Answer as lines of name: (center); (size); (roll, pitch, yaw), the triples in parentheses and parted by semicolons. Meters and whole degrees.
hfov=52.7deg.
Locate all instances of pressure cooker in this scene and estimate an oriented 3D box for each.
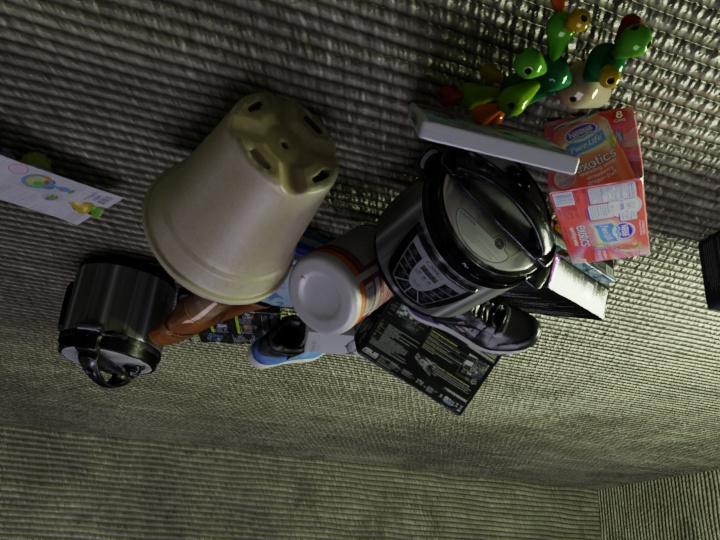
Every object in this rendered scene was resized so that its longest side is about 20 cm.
pressure cooker: (-0.412, 0.094, 1.226); (0.175, 0.203, 0.177); (24, 152, -37)
pressure cooker: (0.127, -0.051, 0.872); (0.174, 0.181, 0.200); (4, 159, -28)

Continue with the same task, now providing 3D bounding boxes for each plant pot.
plant pot: (-0.124, -0.094, 0.830); (0.198, 0.203, 0.183); (16, 141, -28)

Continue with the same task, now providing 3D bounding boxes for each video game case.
video game case: (0.120, -0.134, 0.715); (0.141, 0.018, 0.200); (13, -163, -3)

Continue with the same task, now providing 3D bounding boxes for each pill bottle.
pill bottle: (0.000, 0.000, 0.983); (0.109, 0.111, 0.199); (-16, -171, 36)

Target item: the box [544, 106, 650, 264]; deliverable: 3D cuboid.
box: (0.286, -0.093, 0.868); (0.101, 0.096, 0.200); (-7, 155, 22)

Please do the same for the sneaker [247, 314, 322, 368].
sneaker: (-0.109, 0.128, 1.383); (0.198, 0.078, 0.111); (-9, 162, -37)

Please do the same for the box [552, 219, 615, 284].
box: (0.280, -0.014, 1.114); (0.136, 0.040, 0.199); (-19, 148, 41)

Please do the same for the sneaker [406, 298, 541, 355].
sneaker: (0.154, 0.060, 1.014); (0.197, 0.077, 0.088); (16, 163, 13)

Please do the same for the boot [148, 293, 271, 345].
boot: (-0.245, 0.070, 1.215); (0.154, 0.077, 0.200); (-32, 176, 25)

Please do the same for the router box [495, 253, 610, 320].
router box: (0.226, 0.020, 1.029); (0.148, 0.052, 0.198); (25, 166, -40)

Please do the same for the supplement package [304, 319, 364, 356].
supplement package: (0.007, 0.078, 1.256); (0.197, 0.119, 0.117); (5, 158, -5)

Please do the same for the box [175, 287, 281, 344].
box: (-0.248, 0.094, 1.409); (0.190, 0.048, 0.201); (5, 156, -2)

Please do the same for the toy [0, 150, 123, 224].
toy: (-0.425, -0.121, 0.946); (0.114, 0.048, 0.199); (-19, 152, 33)

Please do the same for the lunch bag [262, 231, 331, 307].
lunch bag: (-0.130, -0.014, 1.109); (0.198, 0.084, 0.160); (21, 151, -35)

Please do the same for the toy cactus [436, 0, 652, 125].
toy cactus: (0.187, -0.191, 0.696); (0.199, 0.104, 0.164); (-23, 165, 40)

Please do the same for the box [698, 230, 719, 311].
box: (0.591, -0.019, 0.989); (0.146, 0.109, 0.200); (9, 156, -13)

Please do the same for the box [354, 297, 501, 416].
box: (0.114, 0.101, 1.145); (0.199, 0.165, 0.086); (32, -171, -10)
